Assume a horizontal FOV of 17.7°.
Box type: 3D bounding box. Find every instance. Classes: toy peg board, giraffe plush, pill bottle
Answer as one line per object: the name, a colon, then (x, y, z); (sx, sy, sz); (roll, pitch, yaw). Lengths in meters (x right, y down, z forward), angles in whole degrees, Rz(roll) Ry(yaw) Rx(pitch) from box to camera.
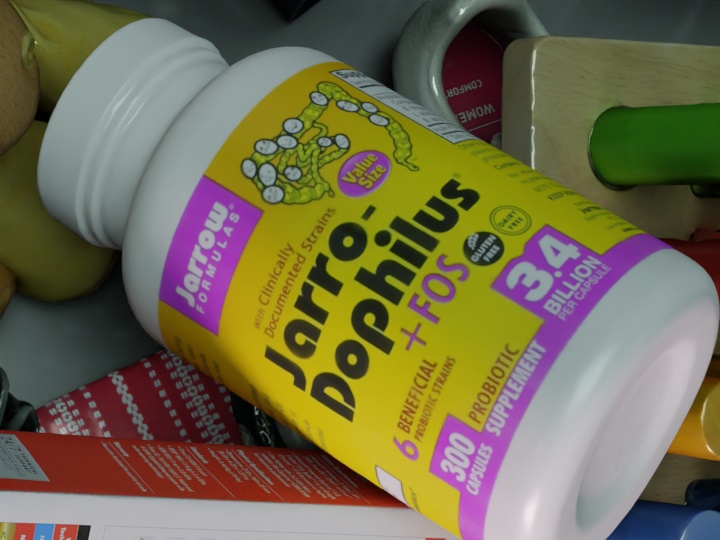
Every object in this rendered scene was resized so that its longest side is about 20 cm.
toy peg board: (0.154, 0.024, 0.768); (0.199, 0.098, 0.200); (0, 91, -33)
giraffe plush: (-0.149, -0.075, 0.729); (0.199, 0.162, 0.173); (28, 75, -7)
pill bottle: (0.000, 0.000, 0.695); (0.200, 0.104, 0.104); (30, 73, 22)

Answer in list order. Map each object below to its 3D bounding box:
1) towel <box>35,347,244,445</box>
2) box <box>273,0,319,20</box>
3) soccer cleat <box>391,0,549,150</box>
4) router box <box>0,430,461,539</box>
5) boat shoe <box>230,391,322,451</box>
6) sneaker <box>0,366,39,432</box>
towel: (-0.104, 0.124, 0.779); (0.199, 0.022, 0.145); (-26, 85, -18)
box: (-0.026, -0.215, 0.766); (0.123, 0.200, 0.199); (-38, 89, -16)
soccer cleat: (0.066, -0.007, 0.808); (0.070, 0.086, 0.201); (-24, 86, -16)
router box: (-0.058, 0.154, 0.706); (0.179, 0.049, 0.201); (6, 104, -29)
boat shoe: (0.040, 0.089, 0.798); (0.200, 0.060, 0.076); (46, 67, -16)
sneaker: (-0.113, 0.078, 0.718); (0.199, 0.114, 0.076); (37, 73, -5)
